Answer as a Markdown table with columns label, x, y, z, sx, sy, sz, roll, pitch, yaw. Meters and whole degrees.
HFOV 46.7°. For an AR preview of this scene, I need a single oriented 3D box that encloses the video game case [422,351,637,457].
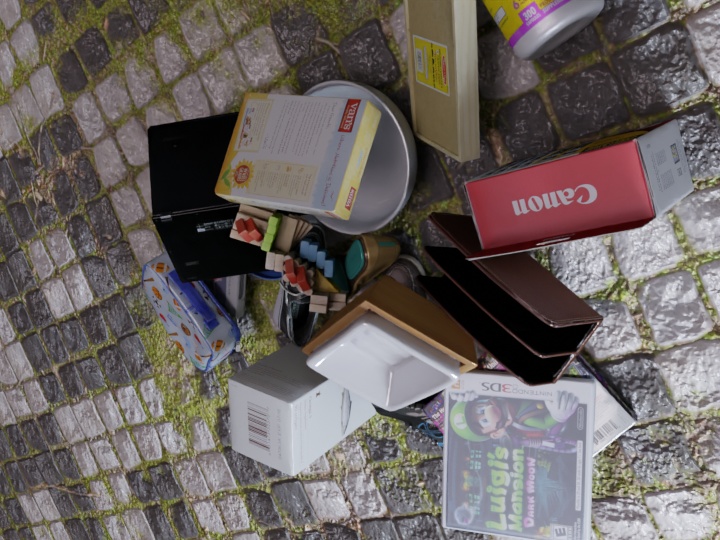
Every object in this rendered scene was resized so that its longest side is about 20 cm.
| label | x | y | z | sx | sy | sz | roll | pitch | yaw |
| --- | --- | --- | --- | --- | --- | --- | --- | --- | --- |
| video game case | 0.207 | 0.178 | 1.037 | 0.200 | 0.036 | 0.181 | -45 | 78 | 17 |

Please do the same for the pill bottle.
| label | x | y | z | sx | sy | sz | roll | pitch | yaw |
| --- | --- | --- | --- | --- | --- | --- | --- | --- | --- |
| pill bottle | 0.161 | -0.330 | 0.873 | 0.104 | 0.104 | 0.201 | -35 | 86 | 40 |

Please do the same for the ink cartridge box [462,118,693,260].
| label | x | y | z | sx | sy | sz | roll | pitch | yaw |
| --- | --- | --- | --- | --- | --- | --- | --- | --- | --- |
| ink cartridge box | 0.220 | -0.084 | 0.877 | 0.199 | 0.175 | 0.084 | -12 | 99 | 39 |

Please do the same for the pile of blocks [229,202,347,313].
| label | x | y | z | sx | sy | sz | roll | pitch | yaw |
| --- | --- | --- | --- | --- | --- | --- | --- | --- | --- |
| pile of blocks | -0.087 | -0.020 | 1.089 | 0.200 | 0.062 | 0.082 | 41 | 102 | -4 |

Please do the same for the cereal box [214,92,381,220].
| label | x | y | z | sx | sy | sz | roll | pitch | yaw |
| --- | --- | --- | --- | --- | --- | --- | --- | --- | --- |
| cereal box | -0.081 | -0.146 | 1.041 | 0.199 | 0.039 | 0.145 | 12 | 81 | 33 |

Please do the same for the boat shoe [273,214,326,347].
| label | x | y | z | sx | sy | sz | roll | pitch | yaw |
| --- | --- | --- | --- | --- | --- | --- | --- | --- | --- |
| boat shoe | -0.080 | 0.020 | 1.165 | 0.068 | 0.073 | 0.200 | 52 | 135 | 44 |

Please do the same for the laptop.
| label | x | y | z | sx | sy | sz | roll | pitch | yaw |
| --- | --- | --- | --- | --- | --- | --- | --- | --- | --- |
| laptop | -0.189 | -0.102 | 1.177 | 0.186 | 0.116 | 0.201 | -8 | 133 | 7 |

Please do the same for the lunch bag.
| label | x | y | z | sx | sy | sz | roll | pitch | yaw |
| --- | --- | --- | --- | --- | --- | --- | --- | --- | --- |
| lunch bag | -0.271 | 0.065 | 1.344 | 0.200 | 0.075 | 0.160 | 50 | 152 | 7 |

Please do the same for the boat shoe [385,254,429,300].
| label | x | y | z | sx | sy | sz | roll | pitch | yaw |
| --- | --- | --- | --- | --- | --- | --- | --- | --- | --- |
| boat shoe | 0.045 | 0.077 | 1.147 | 0.072 | 0.059 | 0.201 | 24 | 120 | 28 |

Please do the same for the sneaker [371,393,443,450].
| label | x | y | z | sx | sy | sz | roll | pitch | yaw |
| --- | --- | --- | --- | --- | --- | --- | --- | --- | --- |
| sneaker | 0.101 | 0.209 | 1.147 | 0.199 | 0.073 | 0.082 | 5 | 110 | 36 |

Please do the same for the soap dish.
| label | x | y | z | sx | sy | sz | roll | pitch | yaw |
| --- | --- | --- | --- | --- | --- | --- | --- | --- | --- |
| soap dish | 0.035 | 0.094 | 1.034 | 0.157 | 0.082 | 0.200 | 30 | 148 | -12 |

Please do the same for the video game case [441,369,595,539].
| label | x | y | z | sx | sy | sz | roll | pitch | yaw |
| --- | --- | --- | --- | --- | --- | --- | --- | --- | --- |
| video game case | 0.189 | 0.226 | 1.015 | 0.181 | 0.023 | 0.201 | 2 | 94 | 21 |

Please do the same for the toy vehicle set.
| label | x | y | z | sx | sy | sz | roll | pitch | yaw |
| --- | --- | --- | --- | --- | --- | --- | --- | --- | --- |
| toy vehicle set | 0.092 | -0.237 | 0.953 | 0.124 | 0.026 | 0.201 | -134 | 33 | -56 |

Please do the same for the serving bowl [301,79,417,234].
| label | x | y | z | sx | sy | sz | roll | pitch | yaw |
| --- | --- | --- | --- | --- | --- | --- | --- | --- | --- |
| serving bowl | -0.004 | -0.152 | 1.092 | 0.199 | 0.066 | 0.201 | 15 | 116 | 33 |

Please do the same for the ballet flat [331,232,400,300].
| label | x | y | z | sx | sy | sz | roll | pitch | yaw |
| --- | --- | --- | --- | --- | --- | --- | --- | --- | --- |
| ballet flat | 0.000 | 0.000 | 1.143 | 0.200 | 0.063 | 0.069 | 144 | 114 | -66 |

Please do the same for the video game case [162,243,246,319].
| label | x | y | z | sx | sy | sz | roll | pitch | yaw |
| --- | --- | --- | --- | --- | --- | --- | --- | --- | --- |
| video game case | -0.248 | -0.044 | 1.305 | 0.200 | 0.023 | 0.183 | 41 | 143 | 25 |

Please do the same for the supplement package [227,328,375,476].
| label | x | y | z | sx | sy | sz | roll | pitch | yaw |
| --- | --- | --- | --- | --- | --- | --- | --- | --- | --- |
| supplement package | -0.078 | 0.181 | 1.189 | 0.117 | 0.200 | 0.118 | 14 | 115 | 33 |

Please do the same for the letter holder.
| label | x | y | z | sx | sy | sz | roll | pitch | yaw |
| --- | --- | --- | --- | --- | --- | --- | --- | --- | --- |
| letter holder | 0.151 | 0.032 | 0.959 | 0.200 | 0.142 | 0.101 | 45 | 115 | 30 |

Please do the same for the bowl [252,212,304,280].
| label | x | y | z | sx | sy | sz | roll | pitch | yaw |
| --- | --- | --- | --- | --- | --- | --- | --- | --- | --- |
| bowl | -0.141 | -0.087 | 1.238 | 0.200 | 0.039 | 0.202 | 15 | 116 | 33 |
